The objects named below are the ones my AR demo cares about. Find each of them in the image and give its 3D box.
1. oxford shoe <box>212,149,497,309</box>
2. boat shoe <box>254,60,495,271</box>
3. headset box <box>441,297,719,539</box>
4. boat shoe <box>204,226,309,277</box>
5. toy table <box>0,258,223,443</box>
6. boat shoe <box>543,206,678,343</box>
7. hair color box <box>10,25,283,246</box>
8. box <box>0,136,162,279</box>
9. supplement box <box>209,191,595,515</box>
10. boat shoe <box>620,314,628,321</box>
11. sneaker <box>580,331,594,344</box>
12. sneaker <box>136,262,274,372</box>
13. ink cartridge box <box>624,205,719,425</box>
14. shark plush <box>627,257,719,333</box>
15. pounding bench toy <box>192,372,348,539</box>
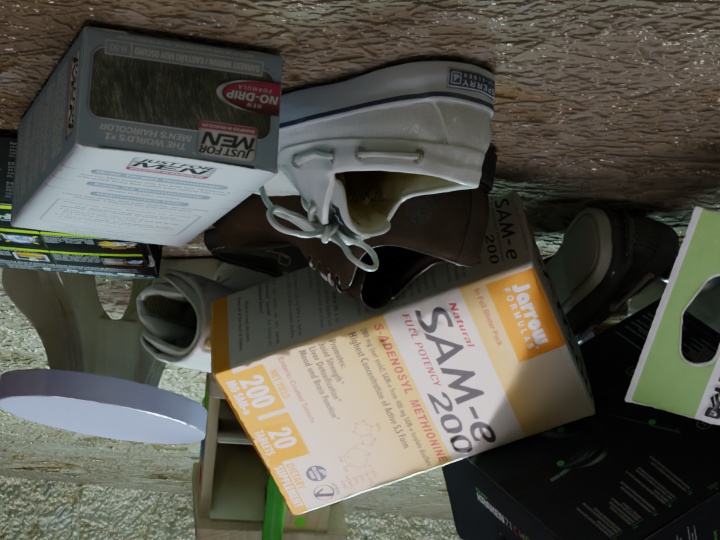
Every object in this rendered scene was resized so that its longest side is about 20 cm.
[{"bbox_3d":[-0.013,-0.021,1.192,0.199,0.085,0.072,-5,167,44],"label":"oxford shoe"},{"bbox_3d":[-0.006,-0.043,1.066,0.074,0.087,0.201,13,165,-39],"label":"boat shoe"},{"bbox_3d":[0.165,0.129,1.278,0.199,0.093,0.174,-28,-143,-20],"label":"headset box"},{"bbox_3d":[0.000,0.000,1.315,0.198,0.058,0.067,4,169,-3],"label":"boat shoe"},{"bbox_3d":[-0.181,0.052,1.521,0.182,0.118,0.200,1,168,13],"label":"toy table"},{"bbox_3d":[0.137,0.017,1.333,0.056,0.067,0.200,5,157,-17],"label":"boat shoe"},{"bbox_3d":[-0.113,-0.063,1.070,0.098,0.061,0.200,7,169,-17],"label":"hair color box"},{"bbox_3d":[-0.221,-0.039,1.263,0.198,0.048,0.193,4,167,0],"label":"box"},{"bbox_3d":[0.025,0.052,1.251,0.199,0.074,0.127,-20,125,10],"label":"supplement box"},{"bbox_3d":[0.220,0.092,1.564,0.070,0.092,0.200,-4,156,-18],"label":"boat shoe"},{"bbox_3d":[0.076,0.049,1.607,0.198,0.071,0.082,-7,-151,-5],"label":"sneaker"},{"bbox_3d":[-0.094,0.020,1.380,0.115,0.074,0.200,17,-171,-22],"label":"sneaker"},{"bbox_3d":[0.263,0.023,1.171,0.198,0.076,0.149,15,129,0],"label":"ink cartridge box"},{"bbox_3d":[0.275,0.013,1.409,0.198,0.092,0.083,-15,-171,15],"label":"shark plush"},{"bbox_3d":[-0.066,0.140,1.692,0.123,0.157,0.200,4,-161,-7],"label":"pounding bench toy"}]
